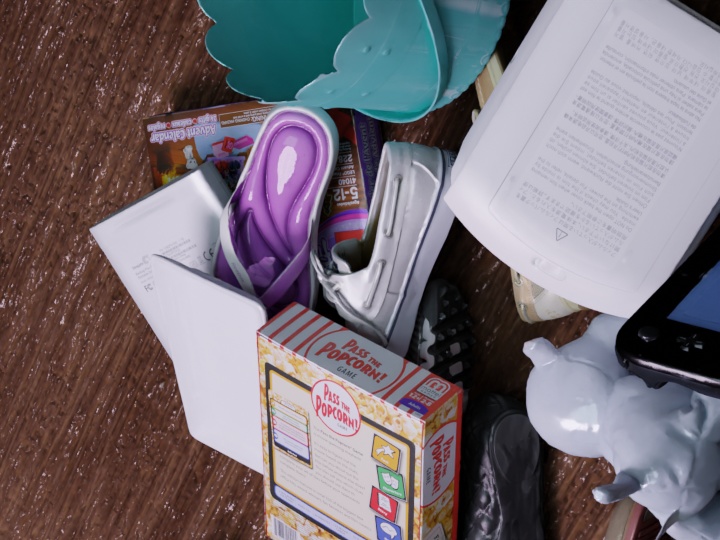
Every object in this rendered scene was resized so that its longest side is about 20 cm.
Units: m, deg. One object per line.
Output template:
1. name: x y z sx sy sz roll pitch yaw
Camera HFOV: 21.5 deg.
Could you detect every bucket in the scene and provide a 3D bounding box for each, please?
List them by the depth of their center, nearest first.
1. bucket: -0.003 -0.200 1.280 0.206 0.134 0.209 -10 78 52

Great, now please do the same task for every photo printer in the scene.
1. photo printer: 0.160 -0.080 1.217 0.166 0.069 0.201 31 100 1

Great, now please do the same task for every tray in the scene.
1. tray: -0.095 0.072 1.407 0.107 0.022 0.201 25 142 29

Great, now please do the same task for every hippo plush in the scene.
1. hippo plush: 0.188 0.111 1.243 0.160 0.200 0.160 25 146 48

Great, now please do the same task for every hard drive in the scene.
1. hard drive: -0.109 0.027 1.452 0.131 0.026 0.201 -24 103 39

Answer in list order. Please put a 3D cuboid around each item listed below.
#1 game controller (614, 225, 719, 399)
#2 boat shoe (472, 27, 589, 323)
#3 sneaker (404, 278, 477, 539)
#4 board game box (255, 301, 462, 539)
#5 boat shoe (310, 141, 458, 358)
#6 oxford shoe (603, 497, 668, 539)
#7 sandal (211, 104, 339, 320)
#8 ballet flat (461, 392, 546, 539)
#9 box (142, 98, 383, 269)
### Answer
1. game controller: 0.238 0.019 1.160 0.104 0.200 0.042 6 120 35
2. boat shoe: 0.109 -0.064 1.304 0.063 0.073 0.202 -17 97 30
3. sneaker: 0.033 0.103 1.387 0.090 0.066 0.202 8 106 30
4. board game box: -0.002 0.139 1.345 0.151 0.046 0.201 27 135 30
5. boat shoe: 0.001 0.001 1.334 0.075 0.085 0.203 -110 37 -61
6. oxford shoe: 0.157 0.233 1.328 0.075 0.070 0.202 29 113 32
7. sandal: -0.068 -0.024 1.364 0.082 0.050 0.204 14 112 10
8. ballet flat: 0.101 0.186 1.376 0.057 0.066 0.202 -141 54 -69
9. box: -0.069 -0.062 1.440 0.199 0.039 0.138 -5 97 34
